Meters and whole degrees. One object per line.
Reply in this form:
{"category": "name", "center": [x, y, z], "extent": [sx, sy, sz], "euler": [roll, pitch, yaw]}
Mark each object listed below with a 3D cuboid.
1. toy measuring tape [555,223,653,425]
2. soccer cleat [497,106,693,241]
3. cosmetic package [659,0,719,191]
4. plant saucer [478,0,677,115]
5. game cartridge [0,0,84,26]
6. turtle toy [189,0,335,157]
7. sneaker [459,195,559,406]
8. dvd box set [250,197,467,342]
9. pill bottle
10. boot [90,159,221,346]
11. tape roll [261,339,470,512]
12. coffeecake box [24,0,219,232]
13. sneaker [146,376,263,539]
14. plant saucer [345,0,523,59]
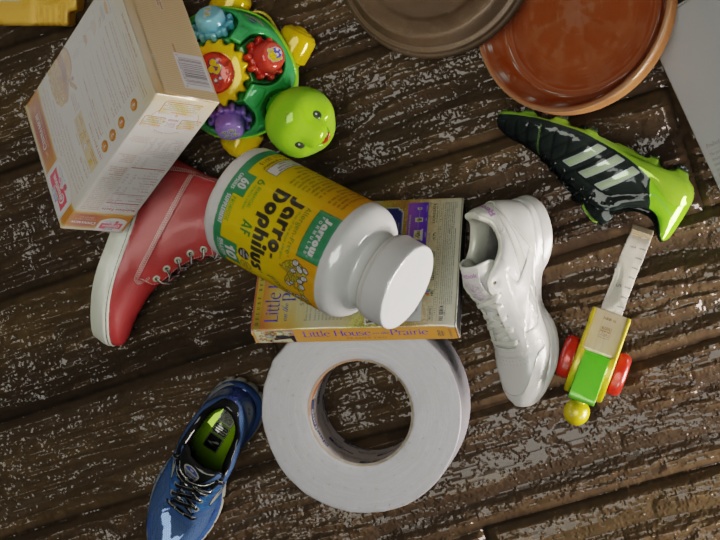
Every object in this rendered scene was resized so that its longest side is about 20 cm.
{"category": "toy measuring tape", "center": [0.235, 0.056, 1.574], "extent": [0.073, 0.074, 0.201], "euler": [19, 77, 9]}
{"category": "soccer cleat", "center": [0.215, -0.092, 1.546], "extent": [0.199, 0.068, 0.081], "euler": [24, 92, 5]}
{"category": "cosmetic package", "center": [0.349, -0.158, 1.484], "extent": [0.102, 0.074, 0.201], "euler": [-25, 87, 55]}
{"category": "plant saucer", "center": [0.200, -0.241, 1.517], "extent": [0.200, 0.032, 0.201], "euler": [-7, 78, 33]}
{"category": "game cartridge", "center": [-0.376, -0.336, 1.656], "extent": [0.199, 0.032, 0.177], "euler": [2, 97, 12]}
{"category": "turtle toy", "center": [-0.110, -0.179, 1.584], "extent": [0.200, 0.101, 0.146], "euler": [31, 101, 6]}
{"category": "sneaker", "center": [0.133, 0.031, 1.559], "extent": [0.075, 0.099, 0.201], "euler": [-5, 90, 54]}
{"category": "dvd box set", "center": [0.000, 0.000, 1.579], "extent": [0.199, 0.029, 0.147], "euler": [-2, 57, 11]}
{"category": "pill bottle", "center": [-0.037, -0.026, 1.517], "extent": [0.200, 0.113, 0.113], "euler": [28, 102, 25]}
{"category": "boot", "center": [-0.181, -0.004, 1.637], "extent": [0.144, 0.072, 0.201], "euler": [19, 96, 7]}
{"category": "tape roll", "center": [0.006, 0.134, 1.616], "extent": [0.199, 0.066, 0.201], "euler": [1, 97, 11]}
{"category": "coffeecake box", "center": [-0.230, -0.157, 1.556], "extent": [0.200, 0.073, 0.154], "euler": [-47, 53, 38]}
{"category": "sneaker", "center": [-0.167, 0.201, 1.646], "extent": [0.078, 0.089, 0.201], "euler": [27, 101, 8]}
{"category": "plant saucer", "center": [0.068, -0.301, 1.552], "extent": [0.199, 0.029, 0.201], "euler": [0, 89, 21]}
